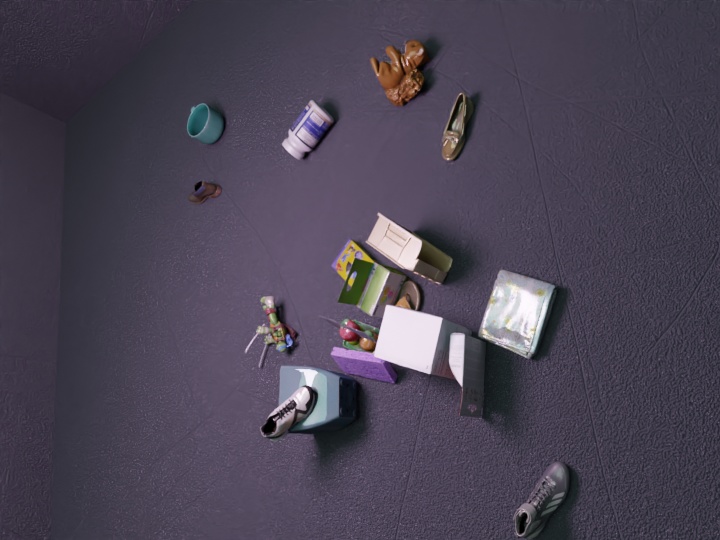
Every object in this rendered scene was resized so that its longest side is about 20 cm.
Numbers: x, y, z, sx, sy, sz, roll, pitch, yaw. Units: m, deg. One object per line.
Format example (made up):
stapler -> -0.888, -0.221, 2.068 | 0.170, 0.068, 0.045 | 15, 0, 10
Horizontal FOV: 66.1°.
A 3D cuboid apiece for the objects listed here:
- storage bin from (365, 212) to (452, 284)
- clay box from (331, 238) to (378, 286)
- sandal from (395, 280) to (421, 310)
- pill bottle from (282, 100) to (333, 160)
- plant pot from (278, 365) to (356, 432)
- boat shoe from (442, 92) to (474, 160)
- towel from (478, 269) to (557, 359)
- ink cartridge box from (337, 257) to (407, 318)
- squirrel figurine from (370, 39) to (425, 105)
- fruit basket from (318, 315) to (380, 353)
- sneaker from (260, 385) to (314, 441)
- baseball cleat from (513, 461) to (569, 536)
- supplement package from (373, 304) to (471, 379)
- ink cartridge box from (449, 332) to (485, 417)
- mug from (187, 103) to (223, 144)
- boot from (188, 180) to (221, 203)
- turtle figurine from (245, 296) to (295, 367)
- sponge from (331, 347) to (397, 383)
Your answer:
storage bin -> 0.148, -0.059, 1.635 | 0.197, 0.198, 0.095 | 37, 99, 37
clay box -> 0.000, 0.000, 1.822 | 0.116, 0.047, 0.200 | -54, 53, 10
sandal -> 0.128, 0.131, 1.686 | 0.079, 0.054, 0.205 | 19, 88, 38
pill bottle -> -0.200, -0.524, 2.078 | 0.201, 0.115, 0.116 | -48, 55, 14
plant pot -> -0.119, 0.398, 1.709 | 0.195, 0.195, 0.203 | -10, 71, 27
boat shoe -> 0.296, -0.448, 1.727 | 0.072, 0.063, 0.206 | 22, 90, 38
towel -> 0.419, 0.114, 1.484 | 0.168, 0.048, 0.206 | 19, 88, 37
ink cartridge box -> 0.037, 0.057, 1.675 | 0.075, 0.198, 0.151 | 29, 100, 37
squirrel figurine -> 0.155, -0.671, 1.873 | 0.183, 0.141, 0.205 | -26, 76, 15
fruit basket -> -0.008, 0.188, 1.679 | 0.182, 0.200, 0.096 | 15, 70, 38
sneaker -> -0.210, 0.416, 1.601 | 0.073, 0.080, 0.201 | 41, 92, 30
baseball cleat -> 0.430, 0.548, 1.312 | 0.069, 0.105, 0.205 | 25, 90, 42
supplement package -> 0.176, 0.202, 1.539 | 0.187, 0.198, 0.152 | 11, 82, 36
ink cartridge box -> 0.281, 0.279, 1.464 | 0.046, 0.159, 0.207 | -1, 76, 33
mug -> -0.683, -0.660, 2.470 | 0.149, 0.113, 0.191 | -17, 67, 31
boot -> -0.705, -0.348, 2.405 | 0.195, 0.096, 0.077 | -12, 69, 32
turtle figurine -> -0.338, 0.207, 1.949 | 0.196, 0.143, 0.199 | -27, 58, 22
sponge -> 0.011, 0.289, 1.690 | 0.195, 0.113, 0.030 | 3, 50, 36
